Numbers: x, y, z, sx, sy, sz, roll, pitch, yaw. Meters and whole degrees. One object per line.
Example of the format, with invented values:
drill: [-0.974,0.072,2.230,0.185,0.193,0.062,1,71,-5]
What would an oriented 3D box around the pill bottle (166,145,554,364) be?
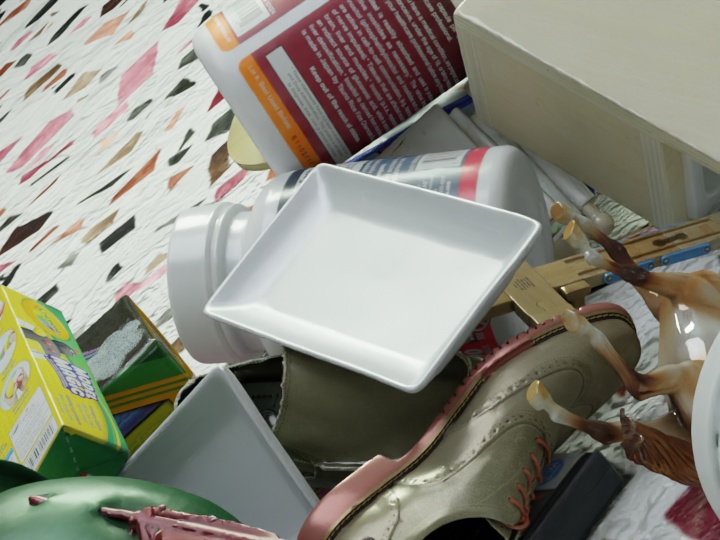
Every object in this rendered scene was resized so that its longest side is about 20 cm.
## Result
pill bottle: [0.000,0.000,1.373,0.199,0.120,0.120,-6,31,19]

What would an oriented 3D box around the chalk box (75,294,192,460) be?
chalk box: [-0.169,0.136,1.499,0.200,0.124,0.125,-42,19,-2]

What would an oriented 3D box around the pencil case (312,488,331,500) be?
pencil case: [-0.090,0.148,1.374,0.200,0.083,0.087,-36,25,12]

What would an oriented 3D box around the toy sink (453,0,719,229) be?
toy sink: [0.172,-0.109,1.351,0.199,0.112,0.130,32,69,28]

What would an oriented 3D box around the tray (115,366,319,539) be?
tray: [-0.085,0.139,1.272,0.022,0.108,0.200,-24,-16,-46]

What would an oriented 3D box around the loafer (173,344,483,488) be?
loafer: [-0.015,0.076,1.258,0.199,0.070,0.076,-10,65,34]

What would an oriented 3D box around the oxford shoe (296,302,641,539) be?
oxford shoe: [0.066,0.097,1.160,0.200,0.071,0.075,-41,46,-8]

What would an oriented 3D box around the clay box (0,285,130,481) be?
clay box: [-0.193,0.092,1.362,0.115,0.047,0.200,-59,28,13]

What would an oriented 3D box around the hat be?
hat: [-0.068,0.118,1.168,0.176,0.165,0.200,-41,60,13]

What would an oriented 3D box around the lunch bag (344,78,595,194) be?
lunch bag: [0.045,-0.071,1.551,0.199,0.124,0.170,-25,20,15]

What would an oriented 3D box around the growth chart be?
growth chart: [0.040,-0.014,1.438,0.200,0.145,0.018,-38,-17,17]

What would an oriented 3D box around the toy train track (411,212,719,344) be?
toy train track: [0.122,0.009,1.258,0.199,0.033,0.115,-17,33,-18]

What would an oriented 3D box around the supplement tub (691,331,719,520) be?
supplement tub: [0.213,0.069,0.853,0.145,0.145,0.200,-43,18,-9]

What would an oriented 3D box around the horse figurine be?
horse figurine: [0.145,0.038,1.136,0.050,0.132,0.201,-53,16,37]

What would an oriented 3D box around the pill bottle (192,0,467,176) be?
pill bottle: [0.011,-0.145,1.428,0.199,0.113,0.113,-34,18,1]

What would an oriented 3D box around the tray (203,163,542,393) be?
tray: [0.006,0.005,1.242,0.108,0.022,0.200,-51,33,-15]

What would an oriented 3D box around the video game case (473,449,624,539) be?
video game case: [0.016,0.168,1.206,0.200,0.026,0.180,-50,20,-26]

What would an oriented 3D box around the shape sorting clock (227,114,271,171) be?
shape sorting clock: [-0.008,-0.138,1.573,0.200,0.039,0.200,-39,19,16]
